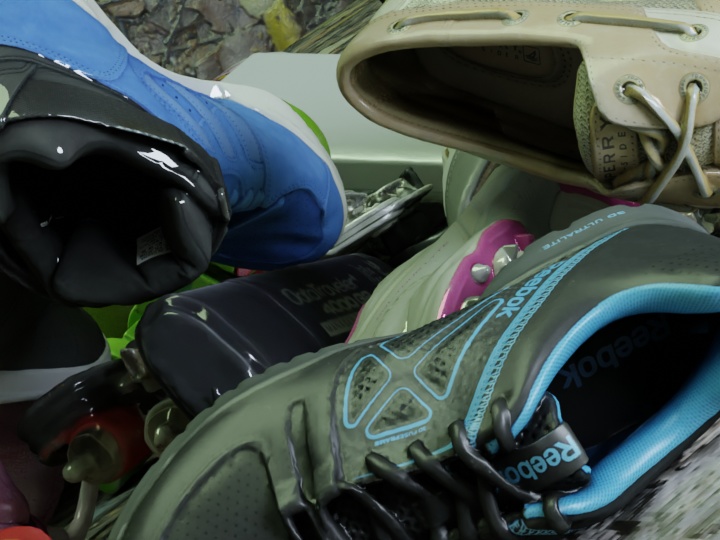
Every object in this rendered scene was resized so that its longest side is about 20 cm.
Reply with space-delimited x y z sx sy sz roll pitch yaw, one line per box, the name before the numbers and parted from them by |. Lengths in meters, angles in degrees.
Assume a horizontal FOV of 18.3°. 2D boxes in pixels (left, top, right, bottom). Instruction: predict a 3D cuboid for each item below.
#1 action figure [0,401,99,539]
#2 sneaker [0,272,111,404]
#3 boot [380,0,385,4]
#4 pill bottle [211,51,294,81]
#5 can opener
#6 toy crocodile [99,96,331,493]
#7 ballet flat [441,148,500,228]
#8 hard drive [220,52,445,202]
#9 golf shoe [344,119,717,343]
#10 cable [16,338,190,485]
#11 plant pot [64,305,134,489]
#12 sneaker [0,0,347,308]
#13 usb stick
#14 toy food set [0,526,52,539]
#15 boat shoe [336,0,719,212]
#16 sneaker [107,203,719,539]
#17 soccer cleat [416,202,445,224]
action figure | -0.143 0.112 0.813 0.149 0.134 0.200 8 7 -23
sneaker | -0.135 -0.006 0.806 0.070 0.100 0.200 5 2 13
boot | 0.092 -0.119 0.852 0.151 0.200 0.073 -36 -17 -52
pill bottle | -0.075 -0.037 1.201 0.112 0.112 0.200 -28 10 30
can opener | 0.000 0.000 0.945 0.053 0.067 0.200 -30 0 -11
toy crocodile | -0.069 0.013 0.928 0.068 0.062 0.200 -44 -20 -60
ballet flat | 0.068 -0.042 0.870 0.064 0.068 0.200 6 25 31
hard drive | 0.019 -0.067 1.021 0.199 0.027 0.132 4 26 22
golf shoe | 0.047 0.001 0.710 0.091 0.075 0.200 -25 11 39
cable | -0.057 0.049 0.836 0.097 0.050 0.200 -30 -9 15
plant pot | -0.194 0.044 1.021 0.193 0.201 0.200 -24 4 -26
sneaker | -0.066 -0.021 0.744 0.077 0.200 0.111 -33 50 17
usb stick | -0.019 0.022 0.757 0.033 0.055 0.200 -52 -11 15
toy food set | -0.145 0.146 0.630 0.198 0.049 0.200 -44 16 -27
boat shoe | 0.085 -0.045 0.634 0.200 0.072 0.065 19 44 30
sneaker | 0.018 0.047 0.571 0.200 0.073 0.082 -35 12 -5
soccer cleat | 0.006 -0.042 1.079 0.200 0.069 0.085 -28 11 -39
